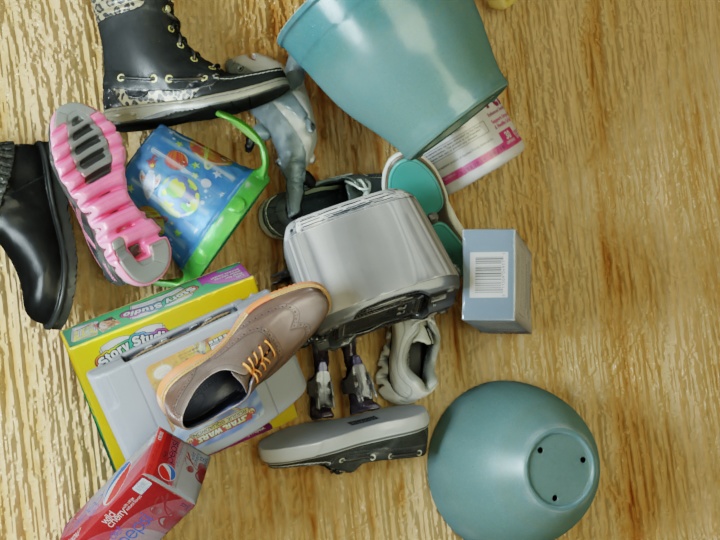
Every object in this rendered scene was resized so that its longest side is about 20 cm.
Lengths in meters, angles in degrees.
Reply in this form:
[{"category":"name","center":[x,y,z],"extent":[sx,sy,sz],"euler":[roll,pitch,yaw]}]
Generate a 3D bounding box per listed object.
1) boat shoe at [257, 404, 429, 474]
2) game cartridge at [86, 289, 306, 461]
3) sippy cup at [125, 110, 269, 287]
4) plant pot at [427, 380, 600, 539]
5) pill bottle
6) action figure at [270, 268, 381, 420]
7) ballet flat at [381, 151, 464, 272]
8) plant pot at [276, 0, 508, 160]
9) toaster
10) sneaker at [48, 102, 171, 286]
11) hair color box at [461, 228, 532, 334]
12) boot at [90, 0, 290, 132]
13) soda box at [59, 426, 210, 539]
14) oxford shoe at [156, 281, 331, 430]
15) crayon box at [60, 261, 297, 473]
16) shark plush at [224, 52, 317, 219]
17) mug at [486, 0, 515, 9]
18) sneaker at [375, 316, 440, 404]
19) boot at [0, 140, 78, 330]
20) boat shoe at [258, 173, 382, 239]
[{"category":"boat shoe","center":[-0.014,0.196,1.557],"extent":[0.200,0.069,0.057],"euler":[-10,104,-18]},{"category":"game cartridge","center":[-0.159,0.117,1.418],"extent":[0.200,0.042,0.133],"euler":[-26,109,-12]},{"category":"sippy cup","center":[-0.186,-0.080,1.488],"extent":[0.130,0.140,0.178],"euler":[35,63,-4]},{"category":"plant pot","center":[0.194,0.224,1.604],"extent":[0.200,0.135,0.200],"euler":[2,84,-22]},{"category":"pill bottle","center":[0.093,-0.197,1.614],"extent":[0.113,0.113,0.200],"euler":[-32,94,-22]},{"category":"action figure","center":[-0.030,0.062,1.565],"extent":[0.130,0.069,0.200],"euler":[-8,83,-10]},{"category":"ballet flat","center":[0.073,-0.073,1.592],"extent":[0.069,0.069,0.200],"euler":[-50,132,-19]},{"category":"plant pot","center":[0.048,-0.226,1.468],"extent":[0.200,0.200,0.188],"euler":[-37,88,-21]},{"category":"toaster","center":[0.000,0.000,1.498],"extent":[0.200,0.114,0.129],"euler":[-19,72,-8]},{"category":"sneaker","center":[-0.268,-0.071,1.429],"extent":[0.079,0.095,0.200],"euler":[-24,91,-28]},{"category":"hair color box","center":[0.155,0.016,1.576],"extent":[0.061,0.200,0.099],"euler":[0,83,12]},{"category":"boot","center":[-0.187,-0.238,1.504],"extent":[0.203,0.073,0.154],"euler":[-11,86,2]},{"category":"soda box","center":[-0.231,0.243,1.394],"extent":[0.063,0.200,0.070],"euler":[34,35,-16]},{"category":"oxford shoe","center":[-0.103,0.088,1.370],"extent":[0.200,0.073,0.071],"euler":[-40,116,-6]},{"category":"crayon box","center":[-0.185,0.108,1.458],"extent":[0.200,0.058,0.173],"euler":[-22,113,-14]},{"category":"shark plush","center":[-0.092,-0.149,1.554],"extent":[0.083,0.091,0.200],"euler":[-11,83,-7]},{"category":"mug","center":[0.141,-0.424,1.668],"extent":[0.149,0.187,0.153],"euler":[28,62,16]},{"category":"sneaker","center":[0.059,0.051,1.596],"extent":[0.075,0.081,0.200],"euler":[-2,84,-21]},{"category":"boot","center":[-0.377,-0.039,1.421],"extent":[0.158,0.079,0.211],"euler":[-2,71,-28]},{"category":"boat shoe","center":[-0.013,-0.073,1.587],"extent":[0.200,0.062,0.073],"euler":[-9,85,-24]}]
